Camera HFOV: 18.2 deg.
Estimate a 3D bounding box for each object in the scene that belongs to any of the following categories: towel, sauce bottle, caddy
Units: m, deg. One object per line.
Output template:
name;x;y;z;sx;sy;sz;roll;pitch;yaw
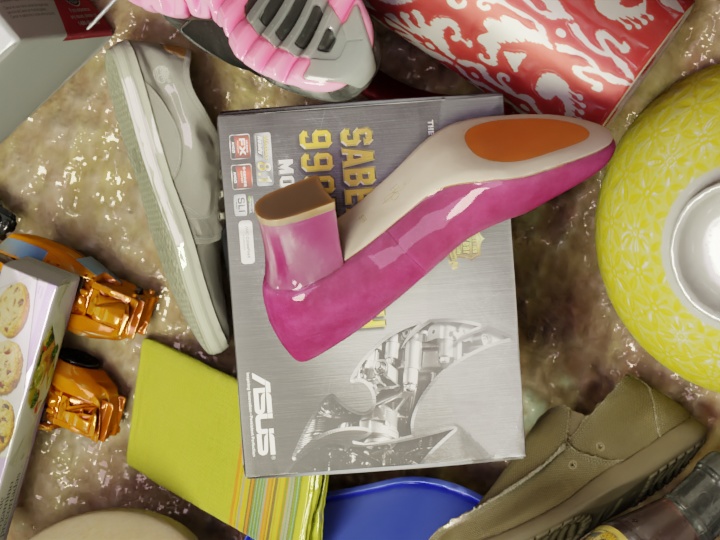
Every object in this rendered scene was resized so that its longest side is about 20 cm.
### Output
towel;-0.081;0.105;1.364;0.199;0.018;0.087;20;103;51
sauce bottle;0.141;0.180;1.278;0.200;0.066;0.066;-42;84;-13
caddy;0.012;0.201;1.361;0.199;0.105;0.142;-13;116;24

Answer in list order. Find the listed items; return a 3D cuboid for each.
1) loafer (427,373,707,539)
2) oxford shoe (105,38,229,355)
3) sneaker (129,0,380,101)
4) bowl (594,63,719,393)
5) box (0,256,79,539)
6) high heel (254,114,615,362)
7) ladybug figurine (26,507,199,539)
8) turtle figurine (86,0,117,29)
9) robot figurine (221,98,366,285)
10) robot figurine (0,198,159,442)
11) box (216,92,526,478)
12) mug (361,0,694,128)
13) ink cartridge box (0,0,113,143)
loafer;0.109;0.123;1.292;0.068;0.199;0.076;51;146;22
oxford shoe;-0.105;-0.048;1.382;0.057;0.075;0.202;-16;96;-17
sneaker;-0.051;-0.138;1.269;0.079;0.095;0.200;-49;49;-9
bowl;0.219;-0.016;1.257;0.198;0.108;0.202;3;100;17
box;-0.222;0.091;1.389;0.041;0.039;0.201;21;103;12
high heel;0.043;-0.017;1.190;0.199;0.067;0.097;-19;125;-12
ladybug figurine;-0.165;0.222;1.394;0.199;0.072;0.136;-36;86;19
turtle figurine;-0.162;-0.257;1.345;0.149;0.101;0.201;26;93;-23
robot figurine;-0.002;0.001;1.320;0.149;0.125;0.202;-14;95;-5
robot figurine;-0.234;0.026;1.434;0.199;0.058;0.146;20;103;13
box;0.007;0.008;1.236;0.157;0.048;0.202;-3;95;1
mug;0.076;-0.160;1.292;0.199;0.178;0.134;36;70;5
ink cartridge box;-0.284;-0.174;1.375;0.144;0.145;0.200;-40;84;19
